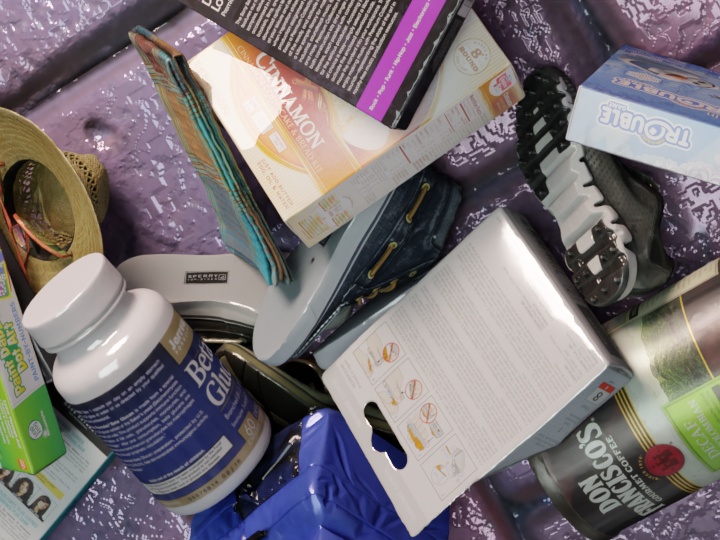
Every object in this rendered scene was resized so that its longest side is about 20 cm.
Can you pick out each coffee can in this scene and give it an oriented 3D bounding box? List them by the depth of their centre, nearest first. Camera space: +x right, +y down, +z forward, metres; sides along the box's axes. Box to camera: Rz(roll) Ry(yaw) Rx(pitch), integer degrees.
[{"bbox_3d":[0.231,0.093,1.403,0.199,0.146,0.147,-32,94,22],"label":"coffee can"}]

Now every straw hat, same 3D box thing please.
[{"bbox_3d":[-0.252,-0.057,1.543,0.200,0.085,0.203,22,126,33],"label":"straw hat"}]

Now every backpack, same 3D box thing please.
[{"bbox_3d":[-0.052,0.231,1.503,0.162,0.169,0.200,39,128,-22],"label":"backpack"}]

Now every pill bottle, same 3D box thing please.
[{"bbox_3d":[-0.169,0.086,1.463,0.111,0.111,0.200,-30,115,22],"label":"pill bottle"}]

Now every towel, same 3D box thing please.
[{"bbox_3d":[-0.119,-0.088,1.453,0.022,0.147,0.201,-29,112,-10],"label":"towel"}]

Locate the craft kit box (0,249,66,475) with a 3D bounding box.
[{"bbox_3d":[-0.350,0.065,1.574,0.196,0.048,0.202,5,117,43],"label":"craft kit box"}]

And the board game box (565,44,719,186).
[{"bbox_3d":[0.259,-0.100,1.312,0.198,0.199,0.044,18,110,11],"label":"board game box"}]

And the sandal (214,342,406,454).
[{"bbox_3d":[-0.029,0.109,1.540,0.200,0.058,0.080,23,143,-8],"label":"sandal"}]

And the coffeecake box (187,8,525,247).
[{"bbox_3d":[-0.004,-0.142,1.392,0.199,0.073,0.154,-35,70,3],"label":"coffeecake box"}]

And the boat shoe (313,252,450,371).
[{"bbox_3d":[0.062,0.044,1.488,0.201,0.075,0.086,-32,97,13],"label":"boat shoe"}]

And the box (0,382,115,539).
[{"bbox_3d":[-0.280,0.177,1.639,0.082,0.049,0.200,42,113,3],"label":"box"}]

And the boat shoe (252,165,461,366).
[{"bbox_3d":[0.000,0.000,1.463,0.090,0.071,0.201,26,102,-31],"label":"boat shoe"}]

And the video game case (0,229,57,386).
[{"bbox_3d":[-0.344,0.018,1.589,0.180,0.025,0.201,-20,99,46],"label":"video game case"}]

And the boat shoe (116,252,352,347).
[{"bbox_3d":[-0.103,0.028,1.539,0.198,0.071,0.064,5,139,8],"label":"boat shoe"}]

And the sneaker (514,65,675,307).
[{"bbox_3d":[0.179,-0.063,1.411,0.066,0.090,0.201,-43,57,42],"label":"sneaker"}]

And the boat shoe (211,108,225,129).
[{"bbox_3d":[-0.018,-0.125,1.467,0.198,0.060,0.073,5,105,16],"label":"boat shoe"}]

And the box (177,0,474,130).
[{"bbox_3d":[-0.019,-0.210,1.336,0.199,0.036,0.144,32,100,15],"label":"box"}]

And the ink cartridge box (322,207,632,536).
[{"bbox_3d":[0.084,0.078,1.393,0.200,0.050,0.163,-45,56,19],"label":"ink cartridge box"}]
